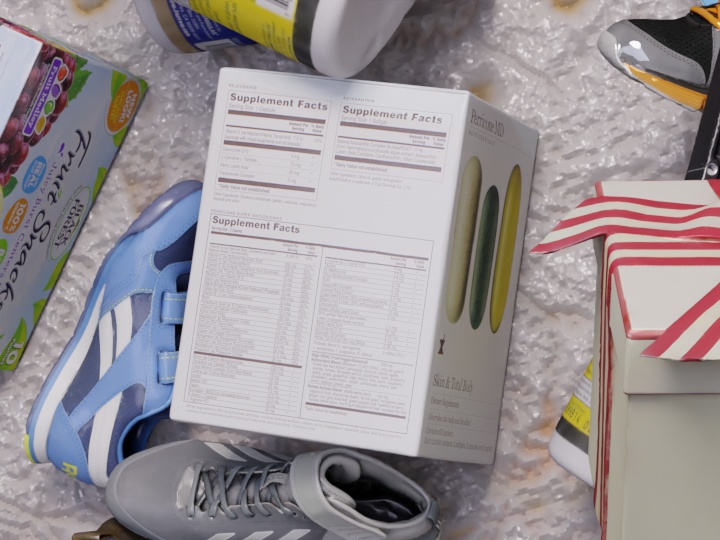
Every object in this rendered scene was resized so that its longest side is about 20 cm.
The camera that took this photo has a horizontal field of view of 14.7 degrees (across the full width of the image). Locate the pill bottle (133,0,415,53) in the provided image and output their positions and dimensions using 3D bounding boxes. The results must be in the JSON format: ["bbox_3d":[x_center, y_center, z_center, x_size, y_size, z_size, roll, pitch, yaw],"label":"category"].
[{"bbox_3d":[-0.030,-0.196,1.639,0.199,0.116,0.116,-7,82,18],"label":"pill bottle"}]

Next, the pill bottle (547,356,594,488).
[{"bbox_3d":[0.195,0.039,1.537,0.111,0.111,0.201,29,95,20],"label":"pill bottle"}]

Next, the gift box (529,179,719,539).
[{"bbox_3d":[0.186,0.054,1.369,0.199,0.185,0.187,-2,117,-6],"label":"gift box"}]

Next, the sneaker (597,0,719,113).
[{"bbox_3d":[0.224,-0.124,1.520,0.199,0.078,0.078,3,110,-19],"label":"sneaker"}]

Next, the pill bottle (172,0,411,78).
[{"bbox_3d":[-0.071,-0.195,1.532,0.199,0.114,0.115,27,94,17],"label":"pill bottle"}]

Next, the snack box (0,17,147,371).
[{"bbox_3d":[-0.217,-0.044,1.676,0.053,0.142,0.201,27,95,21],"label":"snack box"}]

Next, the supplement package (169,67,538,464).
[{"bbox_3d":[0.000,0.000,1.588,0.150,0.152,0.201,7,87,19],"label":"supplement package"}]

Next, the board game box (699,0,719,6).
[{"bbox_3d":[0.253,-0.243,1.571,0.200,0.064,0.148,-36,75,14],"label":"board game box"}]

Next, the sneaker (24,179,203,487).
[{"bbox_3d":[-0.126,0.042,1.675,0.082,0.074,0.201,29,102,18],"label":"sneaker"}]

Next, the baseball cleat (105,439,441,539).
[{"bbox_3d":[-0.051,0.124,1.607,0.199,0.107,0.070,5,66,3],"label":"baseball cleat"}]

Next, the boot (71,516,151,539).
[{"bbox_3d":[-0.139,0.242,1.643,0.074,0.097,0.201,-11,81,18],"label":"boot"}]

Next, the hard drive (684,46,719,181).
[{"bbox_3d":[0.254,-0.092,1.472,0.139,0.038,0.201,15,86,-11],"label":"hard drive"}]
